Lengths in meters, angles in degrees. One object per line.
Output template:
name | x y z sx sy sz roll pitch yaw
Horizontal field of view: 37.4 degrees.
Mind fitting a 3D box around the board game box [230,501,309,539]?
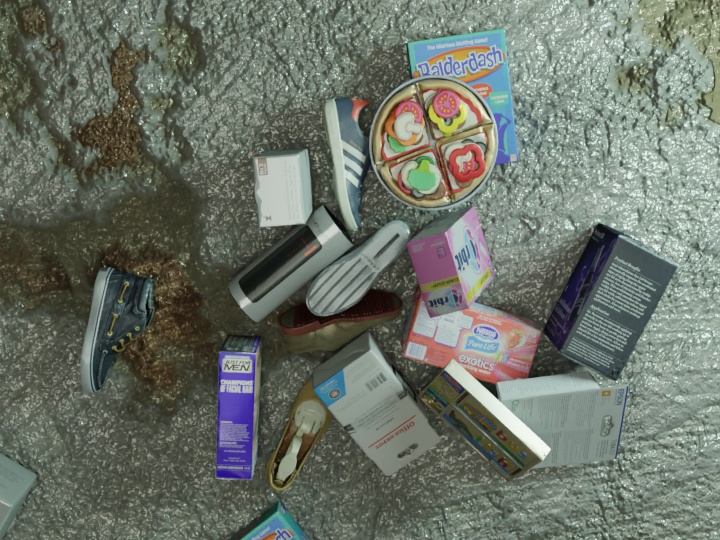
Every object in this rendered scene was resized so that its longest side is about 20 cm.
board game box | -0.132 0.507 1.744 0.151 0.045 0.201 -38 97 5

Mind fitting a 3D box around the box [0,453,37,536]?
box | -0.657 0.377 1.684 0.198 0.131 0.201 32 98 -5

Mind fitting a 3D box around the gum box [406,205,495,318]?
gum box | 0.140 -0.018 1.594 0.065 0.200 0.115 -15 99 22

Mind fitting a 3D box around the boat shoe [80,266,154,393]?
boat shoe | -0.380 0.101 1.669 0.089 0.071 0.204 11 97 2

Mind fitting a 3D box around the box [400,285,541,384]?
box | 0.170 0.103 1.661 0.197 0.095 0.104 16 100 -3

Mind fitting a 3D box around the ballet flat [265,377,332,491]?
ballet flat | -0.093 0.266 1.703 0.068 0.063 0.203 23 98 -5

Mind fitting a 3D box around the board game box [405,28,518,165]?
board game box | 0.155 -0.257 1.626 0.149 0.045 0.204 -8 99 1

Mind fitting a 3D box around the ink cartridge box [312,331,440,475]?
ink cartridge box | 0.027 0.213 1.678 0.115 0.068 0.201 -34 110 11

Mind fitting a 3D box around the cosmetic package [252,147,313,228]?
cosmetic package | -0.111 -0.125 1.568 0.073 0.200 0.104 -5 100 1

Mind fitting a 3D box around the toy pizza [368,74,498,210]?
toy pizza | 0.111 -0.190 1.592 0.196 0.032 0.204 -1 100 -5

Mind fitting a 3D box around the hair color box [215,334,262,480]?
hair color box | -0.190 0.213 1.671 0.064 0.109 0.204 1 100 -1

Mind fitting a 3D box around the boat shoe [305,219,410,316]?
boat shoe | 0.000 0.000 1.651 0.199 0.062 0.072 -39 88 0

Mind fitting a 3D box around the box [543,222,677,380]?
box | 0.378 0.044 1.627 0.103 0.148 0.202 25 97 -4

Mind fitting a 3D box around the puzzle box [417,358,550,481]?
puzzle box | 0.185 0.231 1.623 0.200 0.133 0.025 42 60 5

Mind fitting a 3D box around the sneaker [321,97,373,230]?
sneaker | -0.003 -0.165 1.629 0.083 0.075 0.203 -10 104 -6

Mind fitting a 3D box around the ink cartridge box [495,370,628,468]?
ink cartridge box | 0.308 0.236 1.660 0.196 0.044 0.198 -7 136 -1

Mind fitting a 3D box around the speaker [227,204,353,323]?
speaker | -0.107 -0.011 1.650 0.199 0.081 0.082 -38 98 6

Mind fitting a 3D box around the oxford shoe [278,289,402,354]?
oxford shoe | -0.028 0.083 1.683 0.196 0.071 0.076 -10 127 -1
